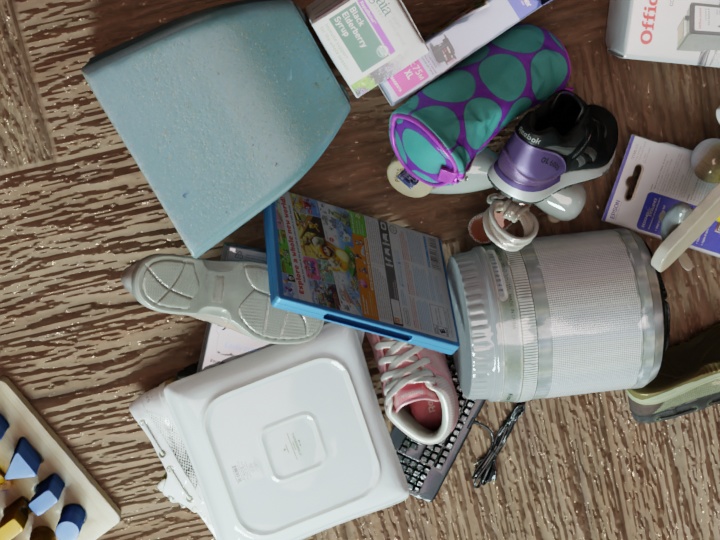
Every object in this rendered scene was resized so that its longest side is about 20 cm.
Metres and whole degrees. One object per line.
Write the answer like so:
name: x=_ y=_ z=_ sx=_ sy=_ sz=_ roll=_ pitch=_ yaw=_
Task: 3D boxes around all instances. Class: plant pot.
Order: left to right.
plant pot: x=-0.124 y=-0.158 z=1.375 sx=0.200 sy=0.196 sz=0.197 roll=-30 pitch=103 yaw=-2

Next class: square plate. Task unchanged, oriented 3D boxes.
square plate: x=-0.067 y=0.171 z=1.424 sx=0.197 sy=0.028 sz=0.201 roll=-21 pitch=102 yaw=-10

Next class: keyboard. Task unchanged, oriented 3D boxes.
keyboard: x=0.110 y=0.157 z=1.545 sx=0.127 sy=0.021 sz=0.201 roll=24 pitch=102 yaw=-8

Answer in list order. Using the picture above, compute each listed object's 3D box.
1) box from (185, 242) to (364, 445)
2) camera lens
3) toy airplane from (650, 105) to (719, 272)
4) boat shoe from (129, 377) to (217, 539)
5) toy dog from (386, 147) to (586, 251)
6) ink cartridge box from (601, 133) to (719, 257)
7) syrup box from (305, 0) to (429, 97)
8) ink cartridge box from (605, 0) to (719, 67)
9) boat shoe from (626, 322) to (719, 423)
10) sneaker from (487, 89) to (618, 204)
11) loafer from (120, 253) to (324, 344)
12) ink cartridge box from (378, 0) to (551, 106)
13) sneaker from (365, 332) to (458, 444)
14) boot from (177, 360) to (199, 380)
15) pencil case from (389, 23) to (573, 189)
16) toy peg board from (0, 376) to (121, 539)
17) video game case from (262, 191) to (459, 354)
box: x=-0.080 y=0.085 z=1.445 sx=0.155 sy=0.041 sz=0.201 roll=11 pitch=96 yaw=-14
camera lens: x=0.195 y=0.045 z=1.444 sx=0.199 sy=0.160 sz=0.161 roll=-6 pitch=104 yaw=-5
toy airplane: x=0.369 y=-0.093 z=1.400 sx=0.199 sy=0.141 sz=0.200 roll=-5 pitch=119 yaw=-36
boat shoe: x=-0.179 y=0.213 z=1.522 sx=0.069 sy=0.071 sz=0.201 roll=-24 pitch=96 yaw=6
toy dog: x=0.113 y=-0.082 z=1.444 sx=0.200 sy=0.096 sz=0.132 roll=39 pitch=59 yaw=17
ink cartridge box: x=0.352 y=-0.069 z=1.492 sx=0.199 sy=0.037 sz=0.095 roll=16 pitch=102 yaw=-9
syrup box: x=0.003 y=-0.225 z=1.352 sx=0.081 sy=0.200 sz=0.079 roll=-32 pitch=104 yaw=5
ink cartridge box: x=0.351 y=-0.272 z=1.416 sx=0.199 sy=0.084 sz=0.146 roll=4 pitch=104 yaw=-4
boat shoe: x=0.368 y=0.106 z=1.524 sx=0.200 sy=0.072 sz=0.066 roll=-17 pitch=134 yaw=-11
sneaker: x=0.204 y=-0.133 z=1.387 sx=0.076 sy=0.200 sz=0.088 roll=36 pitch=128 yaw=17
loafer: x=-0.130 y=0.022 z=1.375 sx=0.199 sy=0.063 sz=0.072 roll=15 pitch=86 yaw=-30
ink cartridge box: x=0.104 y=-0.230 z=1.396 sx=0.200 sy=0.119 sz=0.042 roll=-31 pitch=98 yaw=5
sneaker: x=0.047 y=0.084 z=1.474 sx=0.075 sy=0.105 sz=0.201 roll=-21 pitch=97 yaw=10
boot: x=-0.085 y=0.149 z=1.507 sx=0.199 sy=0.068 sz=0.131 roll=-5 pitch=102 yaw=-4
pencil case: x=0.115 y=-0.157 z=1.384 sx=0.200 sy=0.085 sz=0.092 roll=-40 pitch=90 yaw=-31
toy peg board: x=-0.389 y=0.255 z=1.505 sx=0.199 sy=0.098 sz=0.200 roll=-36 pitch=103 yaw=6
video game case: x=0.000 y=0.000 z=1.416 sx=0.199 sy=0.143 sz=0.018 roll=16 pitch=135 yaw=-26
